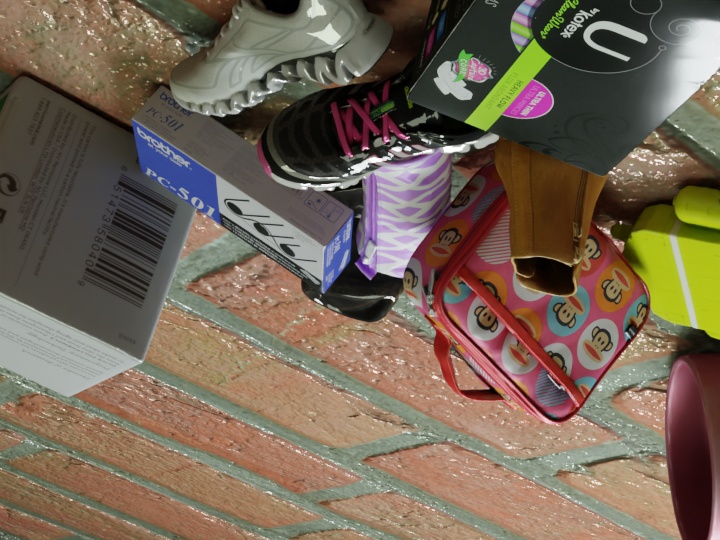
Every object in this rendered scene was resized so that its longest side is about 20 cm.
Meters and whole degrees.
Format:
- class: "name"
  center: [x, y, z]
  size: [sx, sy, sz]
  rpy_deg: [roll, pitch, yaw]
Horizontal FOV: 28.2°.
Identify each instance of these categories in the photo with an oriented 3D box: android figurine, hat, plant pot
- class: "android figurine"
  center: [0.299, 0.003, 1.183]
  size: [0.199, 0.041, 0.182]
  rpy_deg: [14, 147, 36]
- class: "hat"
  center: [0.000, 0.000, 1.328]
  size: [0.199, 0.081, 0.201]
  rpy_deg: [12, 153, 6]
- class: "plant pot"
  center: [0.400, 0.175, 1.375]
  size: [0.178, 0.201, 0.200]
  rpy_deg: [-2, 154, -1]

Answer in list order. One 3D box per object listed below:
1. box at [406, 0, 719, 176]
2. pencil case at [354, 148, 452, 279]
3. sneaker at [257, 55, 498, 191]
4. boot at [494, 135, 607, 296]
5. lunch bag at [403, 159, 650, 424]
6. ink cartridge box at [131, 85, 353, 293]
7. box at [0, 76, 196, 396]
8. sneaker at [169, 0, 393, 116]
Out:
- class: "box"
  center: [0.136, -0.171, 0.859]
  size: [0.148, 0.125, 0.200]
  rpy_deg: [20, 153, -10]
- class: "pencil case"
  center: [0.030, -0.069, 1.163]
  size: [0.084, 0.085, 0.200]
  rpy_deg: [52, 163, 26]
- class: "sneaker"
  center: [0.024, -0.112, 1.021]
  size: [0.199, 0.074, 0.087]
  rpy_deg: [-12, 169, -12]
- class: "boot"
  center: [0.146, -0.053, 1.021]
  size: [0.070, 0.145, 0.201]
  rpy_deg: [-5, 170, 29]
- class: "lunch bag"
  center: [0.129, 0.027, 1.175]
  size: [0.200, 0.176, 0.082]
  rpy_deg: [44, 171, -31]
- class: "ink cartridge box"
  center: [-0.099, -0.067, 1.205]
  size: [0.199, 0.044, 0.094]
  rpy_deg: [34, 158, 12]
- class: "box"
  center: [-0.282, -0.025, 1.286]
  size: [0.199, 0.200, 0.171]
  rpy_deg: [28, 152, -24]
- class: "sneaker"
  center: [-0.072, -0.170, 1.046]
  size: [0.199, 0.075, 0.081]
  rpy_deg: [-12, 131, 38]
